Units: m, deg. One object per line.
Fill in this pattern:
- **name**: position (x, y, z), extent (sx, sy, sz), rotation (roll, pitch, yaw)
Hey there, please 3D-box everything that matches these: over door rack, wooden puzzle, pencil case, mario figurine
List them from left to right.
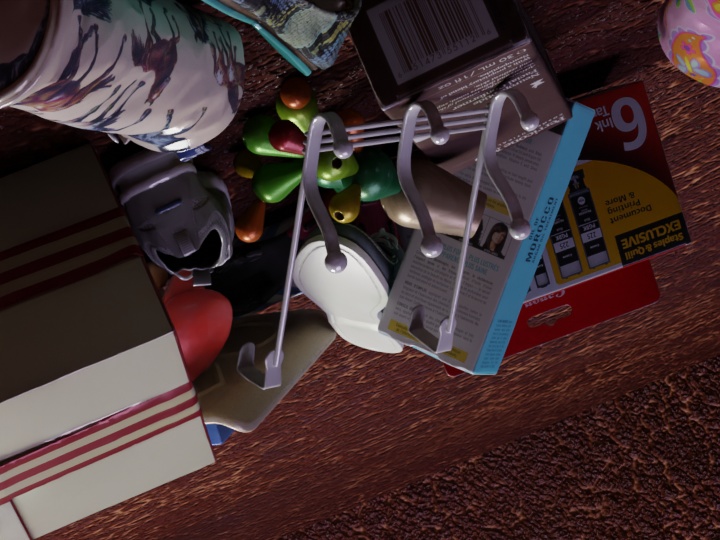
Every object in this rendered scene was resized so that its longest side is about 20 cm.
- **pencil case**: position (-0.134, -0.104, 0.918), extent (0.089, 0.078, 0.200), rotation (-47, 160, 14)
- **mario figurine**: position (-0.184, 0.030, 1.340), extent (0.199, 0.106, 0.124), rotation (-6, -152, 22)
- **wooden puzzle**: position (-0.136, 0.087, 1.387), extent (0.199, 0.047, 0.185), rotation (-2, -158, 23)
- **over door rack**: position (0.022, -0.010, 1.113), extent (0.147, 0.067, 0.201), rotation (-10, 134, -33)
- **pencil case**: position (0.252, -0.191, 1.207), extent (0.087, 0.088, 0.200), rotation (-21, 165, -8)

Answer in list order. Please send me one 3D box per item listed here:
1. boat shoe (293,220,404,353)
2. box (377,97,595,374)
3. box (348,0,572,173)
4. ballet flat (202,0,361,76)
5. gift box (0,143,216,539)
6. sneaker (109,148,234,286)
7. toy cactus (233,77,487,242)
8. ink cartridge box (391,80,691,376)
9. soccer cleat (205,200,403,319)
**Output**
- **boat shoe**: position (0.000, 0.000, 1.354), extent (0.072, 0.062, 0.200), rotation (11, 160, 16)
- **box**: position (0.088, -0.034, 1.296), extent (0.049, 0.082, 0.201), rotation (7, 105, -65)
- **box**: position (0.065, -0.127, 1.165), extent (0.100, 0.075, 0.200), rotation (-25, 168, 10)
- **ballet flat**: position (-0.049, -0.155, 0.923), extent (0.074, 0.075, 0.200), rotation (-26, 168, 12)
- **gift box**: position (-0.206, 0.069, 1.143), extent (0.186, 0.185, 0.200), rotation (-21, 141, -10)
- **sneaker**: position (-0.121, -0.022, 1.235), extent (0.074, 0.082, 0.200), rotation (-23, 169, 3)
- **toy cactus**: position (-0.002, -0.055, 1.198), extent (0.164, 0.103, 0.200), rotation (19, 170, -5)
- **ink cartridge box**: position (0.138, -0.030, 1.403), extent (0.199, 0.176, 0.084), rotation (-20, -175, -15)
- **soccer cleat**: position (-0.051, -0.015, 1.449), extent (0.199, 0.070, 0.086), rotation (-19, -172, -25)
